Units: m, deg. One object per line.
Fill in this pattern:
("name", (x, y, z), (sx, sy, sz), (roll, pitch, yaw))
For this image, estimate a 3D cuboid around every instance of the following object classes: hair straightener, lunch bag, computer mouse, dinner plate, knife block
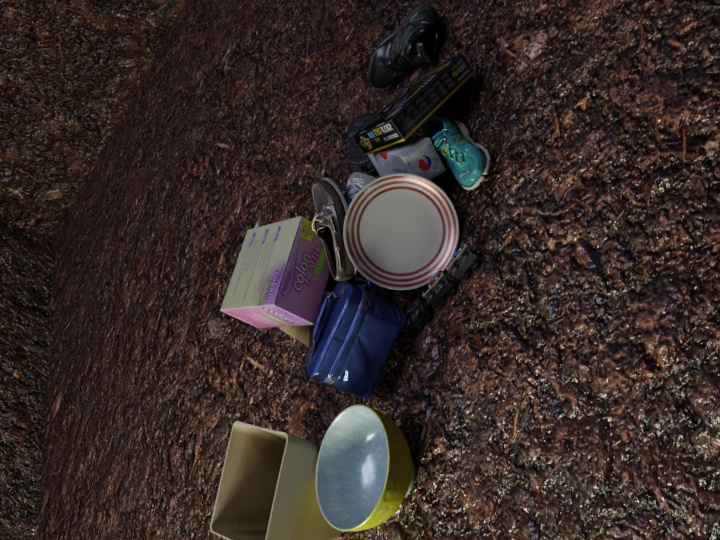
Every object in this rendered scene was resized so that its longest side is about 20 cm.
("hair straightener", (0.084, -0.035, 1.479), (0.201, 0.041, 0.077), (-99, 28, -45))
("lunch bag", (-0.017, 0.110, 1.441), (0.136, 0.132, 0.201), (-139, 71, -74))
("computer mouse", (-0.015, -0.226, 1.679), (0.140, 0.046, 0.201), (-13, 60, 20))
("dinner plate", (0.070, -0.067, 1.399), (0.024, 0.199, 0.201), (-82, 15, -83))
("knife block", (-0.094, 0.056, 1.629), (0.200, 0.064, 0.177), (21, 111, 58))

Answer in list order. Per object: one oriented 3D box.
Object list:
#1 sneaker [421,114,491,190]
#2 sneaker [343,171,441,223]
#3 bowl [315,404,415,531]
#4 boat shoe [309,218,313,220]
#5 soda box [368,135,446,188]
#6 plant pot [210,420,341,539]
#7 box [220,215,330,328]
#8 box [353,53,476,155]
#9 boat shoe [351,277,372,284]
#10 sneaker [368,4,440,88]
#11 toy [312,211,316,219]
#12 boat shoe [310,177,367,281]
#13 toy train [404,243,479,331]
("sneaker", (0.161, -0.208, 1.413), (0.078, 0.079, 0.200), (-56, 36, 22))
("sneaker", (0.055, -0.104, 1.456), (0.199, 0.077, 0.085), (19, 69, 23))
("bowl", (0.024, 0.327, 1.321), (0.200, 0.107, 0.201), (-32, 49, 45))
("boat shoe", (-0.129, -0.020, 1.688), (0.200, 0.075, 0.093), (-44, 53, -16))
("soda box", (0.079, -0.204, 1.488), (0.063, 0.068, 0.200), (-34, 20, -9))
("plant pot", (-0.127, 0.393, 1.448), (0.200, 0.176, 0.201), (-4, 71, 55))
("box", (-0.153, 0.008, 1.533), (0.200, 0.096, 0.177), (-9, 59, 52))
("box", (0.095, -0.300, 1.477), (0.200, 0.049, 0.160), (-45, 17, -20))
("boat shoe", (0.006, -0.002, 1.556), (0.202, 0.074, 0.075), (-141, 39, -64))
("sneaker", (0.088, -0.431, 1.637), (0.199, 0.076, 0.115), (-41, 36, 30))
("toy", (-0.130, -0.045, 1.789), (0.201, 0.047, 0.115), (-67, 28, 11))
("boat shoe", (-0.050, -0.074, 1.448), (0.201, 0.059, 0.072), (69, 152, 16))
("toy train", (0.136, 0.026, 1.378), (0.200, 0.034, 0.046), (-52, 27, 29))
